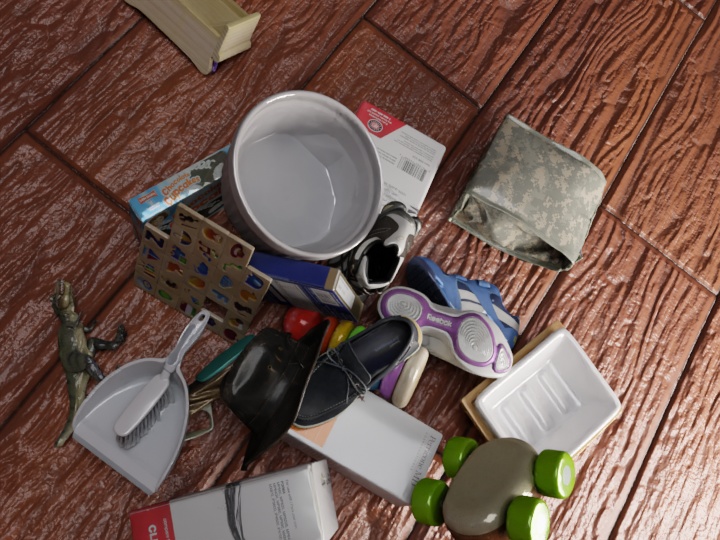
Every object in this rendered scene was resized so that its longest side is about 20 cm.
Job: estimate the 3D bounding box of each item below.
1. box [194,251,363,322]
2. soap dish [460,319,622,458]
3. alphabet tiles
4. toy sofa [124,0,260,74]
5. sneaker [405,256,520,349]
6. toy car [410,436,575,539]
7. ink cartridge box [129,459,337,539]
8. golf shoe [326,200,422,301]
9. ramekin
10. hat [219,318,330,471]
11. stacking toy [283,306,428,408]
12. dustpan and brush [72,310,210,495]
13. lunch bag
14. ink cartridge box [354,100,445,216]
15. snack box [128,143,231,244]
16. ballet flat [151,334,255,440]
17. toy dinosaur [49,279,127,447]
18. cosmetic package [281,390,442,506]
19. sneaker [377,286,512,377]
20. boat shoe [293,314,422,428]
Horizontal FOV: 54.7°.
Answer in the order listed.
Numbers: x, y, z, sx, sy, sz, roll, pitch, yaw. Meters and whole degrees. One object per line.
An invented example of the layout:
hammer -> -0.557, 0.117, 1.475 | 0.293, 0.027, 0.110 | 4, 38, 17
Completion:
box -> -0.103, 0.014, 0.876 | 0.197, 0.121, 0.033 | 11, 71, 19
soap dish -> 0.249, 0.191, 0.972 | 0.199, 0.081, 0.158 | -34, 84, -22
alphabet tiles -> -0.197, 0.004, 0.856 | 0.166, 0.201, 0.008 | 31, 49, -3
toy sofa -> -0.256, -0.398, 1.040 | 0.200, 0.098, 0.083 | 42, 43, 2
sneaker -> 0.149, 0.044, 1.002 | 0.200, 0.074, 0.083 | 43, 65, -6
toy car -> 0.182, 0.328, 0.859 | 0.157, 0.162, 0.203 | -39, 116, -43
ink cartridge box -> -0.131, 0.278, 0.775 | 0.197, 0.144, 0.085 | -16, 76, 1
golf shoe -> 0.000, 0.000, 0.905 | 0.077, 0.201, 0.095 | 31, 37, -8
ramekin -> -0.079, -0.108, 0.860 | 0.197, 0.105, 0.204 | 5, 80, -28
hat -> -0.115, 0.125, 0.816 | 0.080, 0.200, 0.202 | 33, 67, -12
stacking toy -> -0.013, 0.102, 0.929 | 0.198, 0.086, 0.086 | 25, 67, 12
dustpan and brush -> -0.236, 0.136, 0.816 | 0.138, 0.058, 0.201 | 28, 65, 17
lunch bag -> 0.261, -0.108, 1.053 | 0.198, 0.118, 0.165 | 29, 67, 1
ink cartridge box -> 0.016, -0.118, 1.009 | 0.143, 0.084, 0.202 | 28, 68, -5
snack box -> -0.211, -0.105, 0.929 | 0.199, 0.116, 0.037 | -34, 83, -21
ballet flat -> -0.197, 0.164, 0.880 | 0.199, 0.068, 0.073 | -35, 104, -22
toy dinosaur -> -0.338, 0.110, 0.865 | 0.086, 0.048, 0.204 | -9, 75, -2
cosmetic package -> -0.006, 0.212, 0.905 | 0.198, 0.071, 0.102 | 30, 67, -4
sneaker -> 0.116, 0.083, 0.955 | 0.198, 0.100, 0.076 | 28, 78, 6
boat shoe -> -0.011, 0.119, 0.848 | 0.198, 0.062, 0.075 | -33, 75, -5
